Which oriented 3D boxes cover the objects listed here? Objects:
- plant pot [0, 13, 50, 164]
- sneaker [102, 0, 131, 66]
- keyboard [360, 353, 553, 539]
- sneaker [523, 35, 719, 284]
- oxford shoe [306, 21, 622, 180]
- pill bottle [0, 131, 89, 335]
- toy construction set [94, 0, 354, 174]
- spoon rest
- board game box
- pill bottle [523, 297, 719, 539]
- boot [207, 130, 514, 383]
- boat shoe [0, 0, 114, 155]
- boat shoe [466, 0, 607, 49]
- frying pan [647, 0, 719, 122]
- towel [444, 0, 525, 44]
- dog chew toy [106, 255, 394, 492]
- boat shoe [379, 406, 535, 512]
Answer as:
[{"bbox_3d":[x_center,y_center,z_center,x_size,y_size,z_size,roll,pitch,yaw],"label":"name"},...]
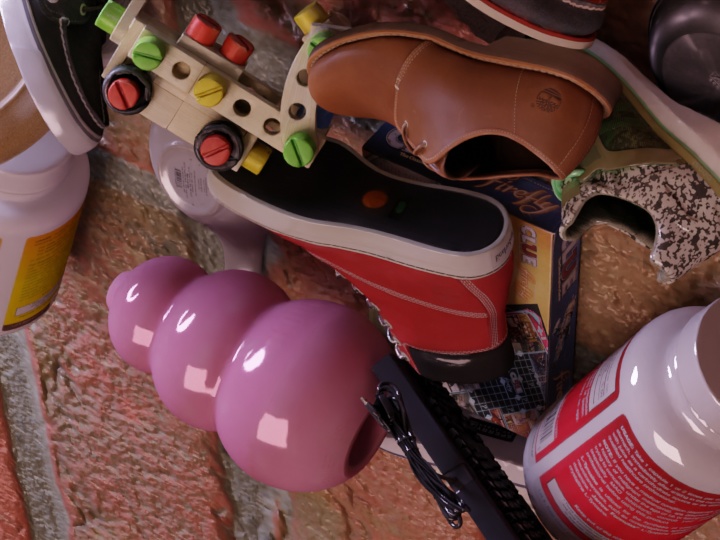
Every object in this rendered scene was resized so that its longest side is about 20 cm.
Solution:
[{"bbox_3d":[-0.263,-0.157,1.464,0.200,0.200,0.027,33,180,12],"label":"plant pot"},{"bbox_3d":[-0.226,-0.164,1.536,0.200,0.074,0.118,16,164,12],"label":"sneaker"},{"bbox_3d":[0.066,0.124,1.401,0.127,0.021,0.200,21,-153,-52],"label":"keyboard"},{"bbox_3d":[0.126,-0.059,1.240,0.200,0.089,0.077,37,161,42],"label":"sneaker"},{"bbox_3d":[0.039,-0.085,1.242,0.200,0.071,0.071,10,160,44],"label":"oxford shoe"},{"bbox_3d":[-0.250,-0.045,1.645,0.109,0.109,0.200,37,146,7],"label":"pill bottle"},{"bbox_3d":[-0.074,-0.133,1.365,0.200,0.092,0.131,37,111,8],"label":"toy construction set"},{"bbox_3d":[-0.096,-0.033,1.566,0.099,0.061,0.200,20,128,26],"label":"spoon rest"},{"bbox_3d":[0.068,0.010,1.457,0.135,0.035,0.200,25,143,22],"label":"board game box"},{"bbox_3d":[0.183,0.090,1.363,0.112,0.112,0.200,41,147,0],"label":"pill bottle"},{"bbox_3d":[0.000,0.000,1.422,0.200,0.072,0.144,21,143,22],"label":"boot"},{"bbox_3d":[-0.180,-0.168,1.399,0.069,0.057,0.200,31,-140,-70],"label":"boat shoe"},{"bbox_3d":[0.045,-0.183,1.173,0.200,0.071,0.063,34,109,-7],"label":"boat shoe"},{"bbox_3d":[0.219,-0.102,1.188,0.190,0.031,0.115,-2,128,50],"label":"frying pan"},{"bbox_3d":[0.042,-0.212,1.230,0.200,0.034,0.133,46,146,-6],"label":"towel"},{"bbox_3d":[-0.075,0.056,1.506,0.200,0.125,0.125,29,145,18],"label":"dog chew toy"},{"bbox_3d":[0.071,0.118,1.552,0.200,0.071,0.070,15,136,25],"label":"boat shoe"}]
